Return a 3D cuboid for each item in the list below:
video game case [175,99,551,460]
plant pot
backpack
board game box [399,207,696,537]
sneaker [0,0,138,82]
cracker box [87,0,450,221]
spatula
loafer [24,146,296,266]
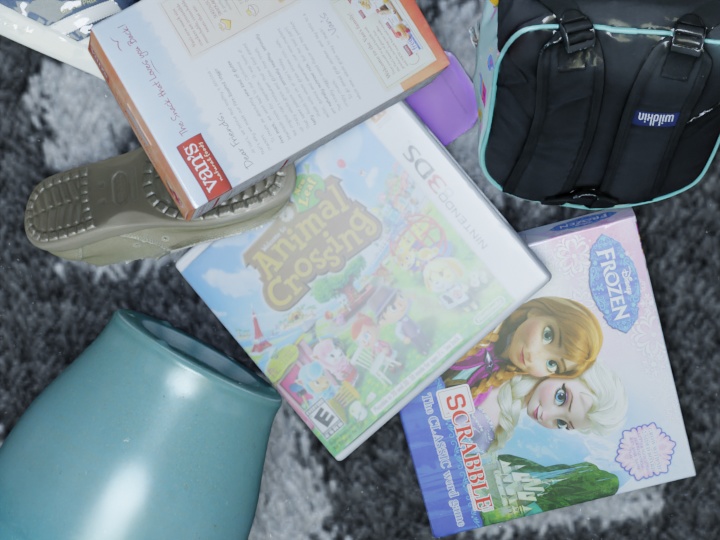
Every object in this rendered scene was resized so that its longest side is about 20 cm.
[{"bbox_3d":[0.000,0.000,1.215,0.200,0.022,0.182,-41,88,13],"label":"video game case"},{"bbox_3d":[-0.154,0.138,1.220,0.199,0.200,0.189,28,92,-6],"label":"plant pot"},{"bbox_3d":[0.157,-0.133,1.133,0.174,0.154,0.201,1,143,-3],"label":"backpack"},{"bbox_3d":[0.122,0.074,1.259,0.198,0.041,0.202,-15,105,6],"label":"board game box"},{"bbox_3d":[-0.163,-0.169,1.186,0.199,0.075,0.085,24,92,-12],"label":"sneaker"},{"bbox_3d":[-0.060,-0.140,1.146,0.199,0.058,0.135,-30,89,-15],"label":"cracker box"},{"bbox_3d":[-0.005,-0.076,1.231,0.199,0.021,0.057,-35,97,12],"label":"spatula"},{"bbox_3d":[-0.133,-0.049,1.214,0.198,0.068,0.076,-8,69,17],"label":"loafer"}]
